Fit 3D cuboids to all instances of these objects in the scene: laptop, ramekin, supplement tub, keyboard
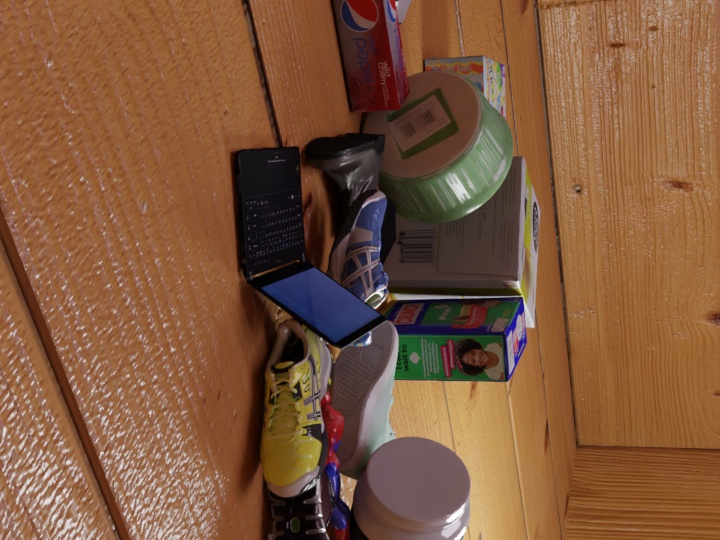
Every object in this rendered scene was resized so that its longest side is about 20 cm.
[{"bbox_3d":[-0.048,-0.031,1.192,0.177,0.103,0.200,-24,112,-72],"label":"laptop"},{"bbox_3d":[0.098,-0.173,1.535,0.098,0.200,0.200,48,43,-53],"label":"ramekin"},{"bbox_3d":[0.054,0.310,1.365,0.140,0.140,0.200,-71,172,-49],"label":"supplement tub"},{"bbox_3d":[0.006,0.010,1.463,0.127,0.021,0.200,87,24,-44],"label":"keyboard"}]

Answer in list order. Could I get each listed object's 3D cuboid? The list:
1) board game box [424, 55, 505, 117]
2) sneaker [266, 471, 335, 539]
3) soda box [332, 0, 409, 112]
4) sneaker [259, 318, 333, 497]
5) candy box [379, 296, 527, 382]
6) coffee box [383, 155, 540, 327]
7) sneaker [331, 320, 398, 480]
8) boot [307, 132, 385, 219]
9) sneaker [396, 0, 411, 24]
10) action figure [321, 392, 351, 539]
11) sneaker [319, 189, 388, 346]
[{"bbox_3d":[0.185,-0.312,1.976,0.200,0.105,0.103,-18,107,-72],"label":"board game box"},{"bbox_3d":[-0.052,0.290,1.212,0.116,0.076,0.200,37,53,-73],"label":"sneaker"},{"bbox_3d":[0.012,-0.308,1.463,0.063,0.070,0.200,-66,150,-57],"label":"soda box"},{"bbox_3d":[-0.076,0.139,1.164,0.076,0.075,0.200,61,22,-44],"label":"sneaker"},{"bbox_3d":[0.117,0.093,1.562,0.169,0.200,0.077,-43,128,-68],"label":"candy box"},{"bbox_3d":[0.157,-0.039,1.701,0.198,0.200,0.200,55,38,-62],"label":"coffee box"},{"bbox_3d":[0.013,0.169,1.427,0.118,0.074,0.201,50,51,-55],"label":"sneaker"},{"bbox_3d":[-0.010,-0.099,1.396,0.200,0.068,0.131,-28,121,-70],"label":"boot"},{"bbox_3d":[0.046,-0.396,1.603,0.200,0.076,0.081,-60,157,-51],"label":"sneaker"},{"bbox_3d":[-0.038,0.234,1.302,0.065,0.052,0.200,-26,115,-76],"label":"action figure"},{"bbox_3d":[0.000,0.000,1.330,0.076,0.077,0.200,81,25,-71],"label":"sneaker"}]
